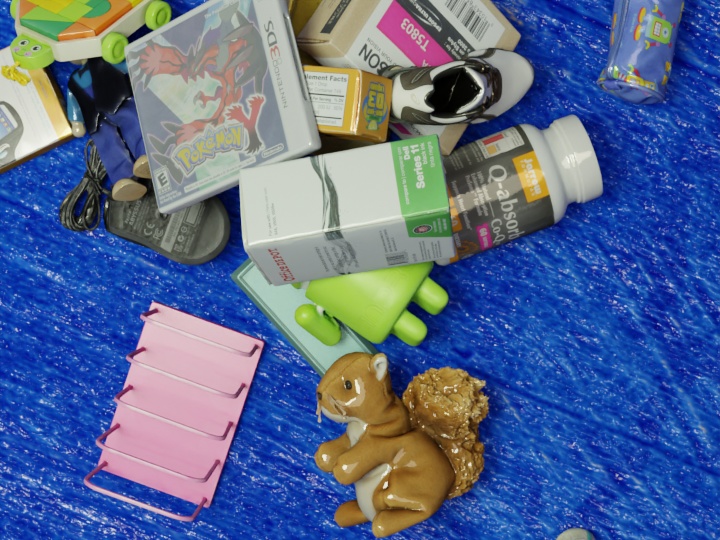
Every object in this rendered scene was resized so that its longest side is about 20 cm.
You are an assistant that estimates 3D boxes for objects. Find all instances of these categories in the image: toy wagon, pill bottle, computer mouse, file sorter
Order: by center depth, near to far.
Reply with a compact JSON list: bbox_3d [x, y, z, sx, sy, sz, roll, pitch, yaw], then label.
[{"bbox_3d":[-0.307,-0.270,1.254,0.154,0.040,0.200,25,53,25],"label":"toy wagon"},{"bbox_3d":[0.156,-0.091,1.276,0.198,0.116,0.118,-21,91,2],"label":"pill bottle"},{"bbox_3d":[-0.206,0.156,1.285,0.137,0.125,0.203,19,92,0],"label":"file sorter"},{"bbox_3d":[-0.230,-0.074,1.319,0.198,0.053,0.140,26,91,11],"label":"computer mouse"}]

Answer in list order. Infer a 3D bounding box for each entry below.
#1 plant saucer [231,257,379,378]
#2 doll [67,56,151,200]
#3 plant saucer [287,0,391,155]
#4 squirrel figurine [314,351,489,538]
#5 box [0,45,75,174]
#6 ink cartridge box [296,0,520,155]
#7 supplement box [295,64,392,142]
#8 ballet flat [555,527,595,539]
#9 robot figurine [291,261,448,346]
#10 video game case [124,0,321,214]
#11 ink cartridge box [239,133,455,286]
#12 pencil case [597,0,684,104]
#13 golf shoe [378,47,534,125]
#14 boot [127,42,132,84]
[{"bbox_3d":[-0.059,0.057,1.333,0.070,0.019,0.200,-42,90,1],"label":"plant saucer"},{"bbox_3d":[-0.271,-0.181,1.265,0.136,0.048,0.202,-40,67,28],"label":"doll"},{"bbox_3d":[-0.032,-0.227,1.272,0.198,0.048,0.203,15,92,-22],"label":"plant saucer"},{"bbox_3d":[0.043,0.171,1.286,0.198,0.141,0.189,-18,90,-14],"label":"squirrel figurine"},{"bbox_3d":[-0.434,-0.166,1.323,0.198,0.041,0.120,-25,92,4],"label":"box"},{"bbox_3d":[0.055,-0.246,1.236,0.199,0.075,0.166,38,79,-34],"label":"ink cartridge box"},{"bbox_3d":[-0.068,-0.171,1.164,0.198,0.066,0.070,12,96,30],"label":"supplement box"},{"bbox_3d":[0.208,0.384,1.316,0.067,0.062,0.202,24,92,1],"label":"ballet flat"},{"bbox_3d":[0.000,0.000,1.279,0.199,0.116,0.177,34,83,4],"label":"robot figurine"},{"bbox_3d":[-0.142,-0.174,1.158,0.198,0.023,0.185,-20,79,30],"label":"video game case"},{"bbox_3d":[-0.011,-0.055,1.152,0.197,0.147,0.084,-10,73,3],"label":"ink cartridge box"},{"bbox_3d":[0.313,-0.287,1.285,0.086,0.078,0.203,9,92,-29],"label":"pencil case"},{"bbox_3d":[0.114,-0.181,1.189,0.198,0.094,0.079,-17,109,-30],"label":"golf shoe"},{"bbox_3d":[-0.183,-0.254,1.301,0.152,0.072,0.203,4,92,3],"label":"boot"}]
